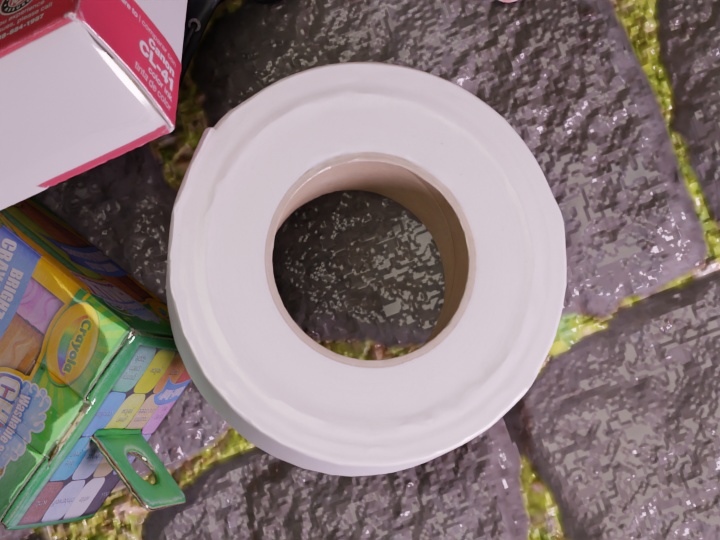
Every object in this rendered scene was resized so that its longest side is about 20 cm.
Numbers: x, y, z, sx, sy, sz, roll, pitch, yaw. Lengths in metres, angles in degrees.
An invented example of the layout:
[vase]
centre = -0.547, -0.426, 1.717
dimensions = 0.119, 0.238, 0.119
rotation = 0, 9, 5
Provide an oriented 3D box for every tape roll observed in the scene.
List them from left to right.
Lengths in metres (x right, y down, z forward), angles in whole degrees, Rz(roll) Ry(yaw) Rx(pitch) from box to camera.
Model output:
[tape roll]
centre = 0.000, 0.000, 0.815
dimensions = 0.200, 0.071, 0.205
rotation = 1, 80, -7

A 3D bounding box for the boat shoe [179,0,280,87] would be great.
[boat shoe]
centre = -0.075, -0.161, 0.884
dimensions = 0.066, 0.074, 0.200
rotation = 38, 79, -8

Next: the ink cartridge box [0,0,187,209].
[ink cartridge box]
centre = -0.163, -0.135, 0.802
dimensions = 0.147, 0.086, 0.201
rotation = -22, 42, 23

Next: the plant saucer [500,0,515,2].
[plant saucer]
centre = 0.039, -0.266, 0.821
dimensions = 0.198, 0.037, 0.201
rotation = 23, 118, -12

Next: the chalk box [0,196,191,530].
[chalk box]
centre = -0.169, 0.052, 0.855
dimensions = 0.199, 0.124, 0.124
rotation = 36, 93, 13
